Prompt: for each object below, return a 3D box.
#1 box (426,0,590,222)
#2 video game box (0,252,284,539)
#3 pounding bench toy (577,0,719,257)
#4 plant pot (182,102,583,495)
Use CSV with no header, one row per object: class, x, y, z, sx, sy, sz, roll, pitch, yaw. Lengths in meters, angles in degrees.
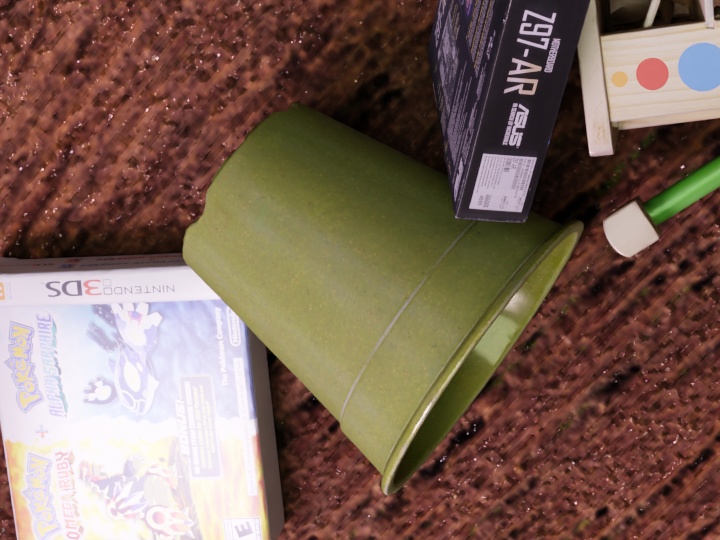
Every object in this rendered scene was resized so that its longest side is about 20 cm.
box,0.082,-0.152,1.023,0.043,0.160,0.200,4,132,-9
video game box,-0.152,0.088,1.230,0.182,0.047,0.201,-2,104,14
pounding bench toy,0.211,-0.112,1.063,0.156,0.124,0.201,-6,104,12
plant pot,0.000,0.000,1.110,0.190,0.200,0.200,35,109,10
